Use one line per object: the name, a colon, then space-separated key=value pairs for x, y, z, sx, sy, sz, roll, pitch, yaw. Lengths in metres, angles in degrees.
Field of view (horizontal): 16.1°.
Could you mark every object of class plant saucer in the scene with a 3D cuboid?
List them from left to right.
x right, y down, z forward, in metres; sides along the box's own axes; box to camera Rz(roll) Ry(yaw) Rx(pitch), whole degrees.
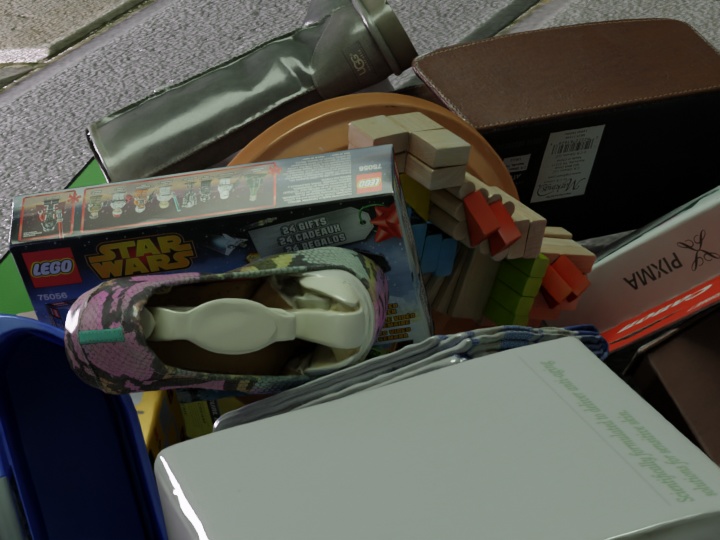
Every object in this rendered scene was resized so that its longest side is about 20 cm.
plant saucer: x=0.000 y=0.000 z=1.405 sx=0.199 sy=0.201 sz=0.032 roll=-17 pitch=31 yaw=-15

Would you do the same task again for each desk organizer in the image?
desk organizer: x=0.248 y=0.031 z=1.364 sx=0.199 sy=0.077 sz=0.072 roll=-30 pitch=-10 yaw=-7

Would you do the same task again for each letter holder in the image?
letter holder: x=0.107 y=-0.098 z=1.531 sx=0.199 sy=0.101 sz=0.142 roll=-11 pitch=43 yaw=-28

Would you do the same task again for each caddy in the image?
caddy: x=-0.165 y=0.118 z=1.204 sx=0.141 sy=0.201 sz=0.105 roll=-16 pitch=5 yaw=-5

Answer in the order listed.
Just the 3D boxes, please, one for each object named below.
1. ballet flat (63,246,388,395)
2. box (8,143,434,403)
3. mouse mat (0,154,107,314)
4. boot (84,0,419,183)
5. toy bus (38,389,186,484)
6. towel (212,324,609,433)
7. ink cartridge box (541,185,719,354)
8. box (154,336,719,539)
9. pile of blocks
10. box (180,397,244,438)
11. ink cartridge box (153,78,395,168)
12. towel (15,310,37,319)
ballet flat: x=-0.045 y=0.026 z=1.202 sx=0.199 sy=0.070 sz=0.071 roll=-4 pitch=3 yaw=-42
box: x=-0.069 y=0.007 z=1.320 sx=0.199 sy=0.137 sz=0.040 roll=-7 pitch=46 yaw=6
mouse mat: x=-0.153 y=-0.002 z=1.551 sx=0.161 sy=0.008 sz=0.200 roll=-48 pitch=36 yaw=1
boot: x=-0.071 y=-0.110 z=1.549 sx=0.200 sy=0.073 sz=0.182 roll=-32 pitch=11 yaw=1
toy bus: x=-0.197 y=0.095 z=1.318 sx=0.199 sy=0.065 sz=0.079 roll=0 pitch=49 yaw=11
towel: x=0.030 y=0.059 z=1.281 sx=0.146 sy=0.024 sz=0.200 roll=-20 pitch=-9 yaw=24
ink cartridge box: x=0.174 y=-0.004 z=1.419 sx=0.200 sy=0.044 sz=0.173 roll=-29 pitch=1 yaw=41
box: x=0.042 y=0.154 z=1.018 sx=0.199 sy=0.172 sz=0.199 roll=-16 pitch=21 yaw=-11
pile of blocks: x=0.061 y=-0.011 z=1.357 sx=0.082 sy=0.200 sz=0.062 roll=-54 pitch=44 yaw=0
box: x=-0.112 y=0.054 z=1.531 sx=0.075 sy=0.050 sz=0.200 roll=-27 pitch=25 yaw=-30
ink cartridge box: x=-0.027 y=-0.043 z=1.588 sx=0.144 sy=0.085 sz=0.200 roll=-17 pitch=47 yaw=-16
towel: x=-0.222 y=0.102 z=1.383 sx=0.199 sy=0.032 sz=0.192 roll=-9 pitch=46 yaw=5
